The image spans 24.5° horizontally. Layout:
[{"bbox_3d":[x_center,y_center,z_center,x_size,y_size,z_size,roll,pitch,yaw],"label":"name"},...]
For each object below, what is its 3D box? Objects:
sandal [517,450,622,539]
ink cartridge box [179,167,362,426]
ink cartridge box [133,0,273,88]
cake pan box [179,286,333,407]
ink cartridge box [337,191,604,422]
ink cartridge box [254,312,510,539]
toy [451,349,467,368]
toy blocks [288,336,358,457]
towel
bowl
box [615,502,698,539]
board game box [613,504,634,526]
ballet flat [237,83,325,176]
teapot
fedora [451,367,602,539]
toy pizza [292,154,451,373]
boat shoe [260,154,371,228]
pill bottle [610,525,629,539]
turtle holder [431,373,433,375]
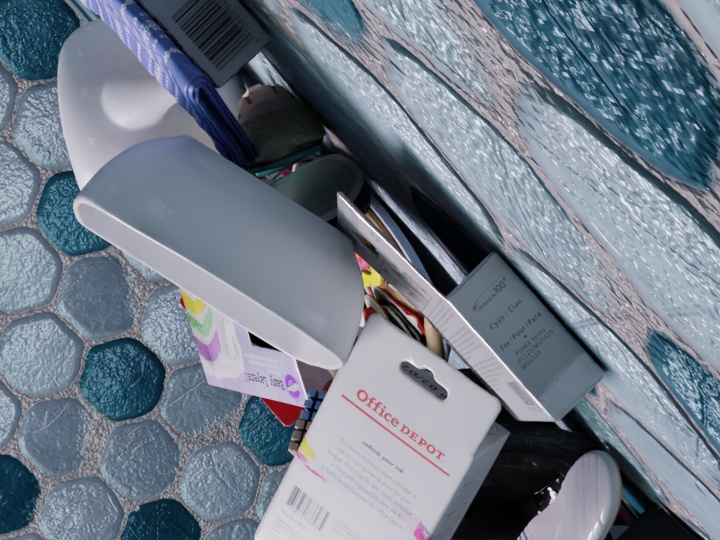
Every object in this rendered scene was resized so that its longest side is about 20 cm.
[{"bbox_3d":[0.168,0.206,1.235,0.207,0.059,0.080,114,154,-50],"label":"sandal"},{"bbox_3d":[-0.074,0.015,1.572,0.200,0.176,0.084,44,177,32],"label":"ink cartridge box"},{"bbox_3d":[-0.123,-0.175,1.093,0.109,0.050,0.200,48,176,-12],"label":"ink cartridge box"},{"bbox_3d":[-0.095,0.019,1.445,0.199,0.052,0.186,8,118,57],"label":"cake pan box"},{"bbox_3d":[0.060,0.015,1.007,0.176,0.045,0.200,47,176,3],"label":"ink cartridge box"},{"bbox_3d":[0.022,0.133,1.147,0.115,0.201,0.068,35,-156,18],"label":"ink cartridge box"},{"bbox_3d":[0.053,0.043,1.376,0.200,0.047,0.115,48,175,-5],"label":"toy"},{"bbox_3d":[-0.009,0.139,1.287,0.099,0.202,0.137,9,158,21],"label":"toy blocks"},{"bbox_3d":[-0.146,-0.150,1.049,0.200,0.024,0.145,46,176,20],"label":"towel"},{"bbox_3d":[-0.085,-0.018,1.077,0.199,0.075,0.200,32,173,-7],"label":"bowl"},{"bbox_3d":[0.264,0.276,1.164,0.200,0.079,0.141,50,173,-28],"label":"box"},{"bbox_3d":[0.166,0.245,1.430,0.200,0.148,0.064,49,174,-31],"label":"board game box"},{"bbox_3d":[-0.067,-0.101,1.170,0.200,0.067,0.063,-173,62,-82],"label":"ballet flat"},{"bbox_3d":[-0.146,-0.120,1.333,0.201,0.145,0.199,-92,-12,-55],"label":"teapot"},{"bbox_3d":[0.095,0.134,1.267,0.201,0.199,0.092,52,-156,-54],"label":"fedora"},{"bbox_3d":[0.000,0.000,1.290,0.201,0.032,0.201,50,163,21],"label":"toy pizza"},{"bbox_3d":[-0.044,-0.035,1.219,0.060,0.076,0.199,46,158,-21],"label":"boat shoe"},{"bbox_3d":[0.195,0.297,1.303,0.114,0.113,0.200,48,-151,-11],"label":"pill bottle"},{"bbox_3d":[0.106,0.177,1.521,0.141,0.132,0.185,47,177,-14],"label":"turtle holder"}]
